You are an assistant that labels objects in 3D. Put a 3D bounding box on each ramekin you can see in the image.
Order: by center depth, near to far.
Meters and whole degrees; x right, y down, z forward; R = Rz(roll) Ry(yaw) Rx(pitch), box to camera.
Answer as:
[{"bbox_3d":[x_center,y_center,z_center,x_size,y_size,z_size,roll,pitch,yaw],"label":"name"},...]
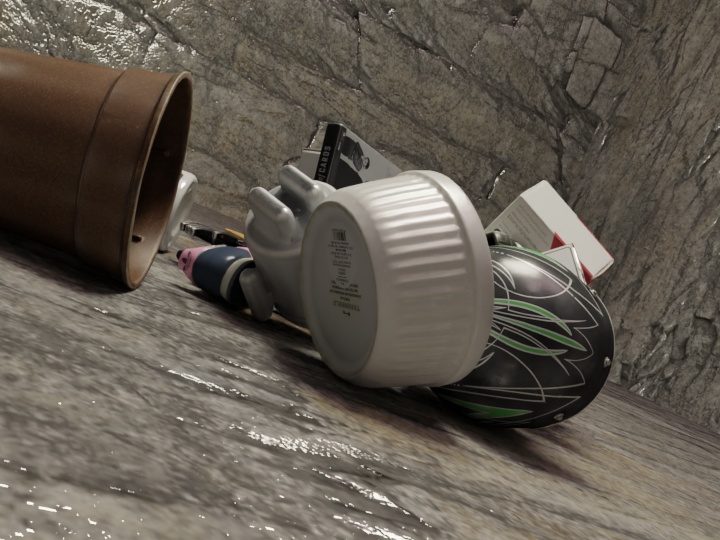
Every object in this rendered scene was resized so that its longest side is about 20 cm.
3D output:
[{"bbox_3d":[0.022,0.012,0.768,0.104,0.203,0.200,-7,17,-27],"label":"ramekin"}]

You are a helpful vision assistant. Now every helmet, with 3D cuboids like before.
[{"bbox_3d":[0.149,0.067,0.858,0.198,0.202,0.191,23,-9,1],"label":"helmet"}]

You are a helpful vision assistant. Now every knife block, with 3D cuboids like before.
[{"bbox_3d":[-0.165,-0.016,1.161,0.174,0.065,0.200,24,2,-4],"label":"knife block"}]

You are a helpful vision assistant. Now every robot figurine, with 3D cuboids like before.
[{"bbox_3d":[-0.055,-0.016,0.907,0.113,0.169,0.201,42,-21,40],"label":"robot figurine"}]

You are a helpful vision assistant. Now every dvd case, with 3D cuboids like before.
[{"bbox_3d":[-0.006,-0.084,1.074,0.024,0.152,0.200,11,-6,26],"label":"dvd case"}]

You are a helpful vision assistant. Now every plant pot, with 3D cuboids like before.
[{"bbox_3d":[-0.273,-0.108,0.759,0.196,0.203,0.200,16,3,-5],"label":"plant pot"}]

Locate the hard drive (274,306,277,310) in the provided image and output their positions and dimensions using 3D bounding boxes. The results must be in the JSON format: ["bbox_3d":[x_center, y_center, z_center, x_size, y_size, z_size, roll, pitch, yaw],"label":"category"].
[{"bbox_3d":[0.000,0.000,1.060,0.026,0.199,0.132,63,18,19],"label":"hard drive"}]

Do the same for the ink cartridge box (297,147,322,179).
[{"bbox_3d":[-0.019,-0.073,1.178,0.083,0.147,0.200,12,-2,26],"label":"ink cartridge box"}]

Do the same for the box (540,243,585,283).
[{"bbox_3d":[0.181,0.055,1.023,0.060,0.198,0.118,56,20,-45],"label":"box"}]

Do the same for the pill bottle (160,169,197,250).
[{"bbox_3d":[-0.333,-0.115,1.141,0.198,0.115,0.114,23,2,-2],"label":"pill bottle"}]

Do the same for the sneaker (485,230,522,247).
[{"bbox_3d":[0.114,-0.002,1.095,0.198,0.075,0.079,-23,-37,23],"label":"sneaker"}]

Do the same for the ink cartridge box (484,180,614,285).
[{"bbox_3d":[0.220,0.001,1.155,0.147,0.200,0.083,50,41,10],"label":"ink cartridge box"}]

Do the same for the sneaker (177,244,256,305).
[{"bbox_3d":[-0.145,-0.003,0.988,0.081,0.071,0.200,24,0,10],"label":"sneaker"}]
